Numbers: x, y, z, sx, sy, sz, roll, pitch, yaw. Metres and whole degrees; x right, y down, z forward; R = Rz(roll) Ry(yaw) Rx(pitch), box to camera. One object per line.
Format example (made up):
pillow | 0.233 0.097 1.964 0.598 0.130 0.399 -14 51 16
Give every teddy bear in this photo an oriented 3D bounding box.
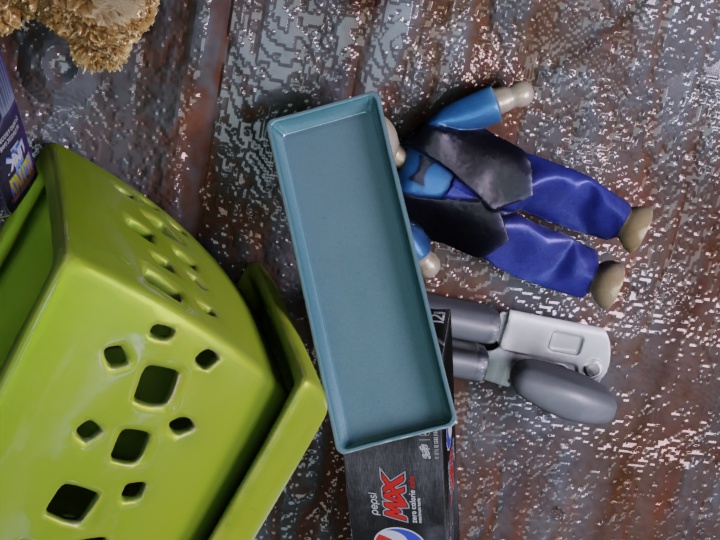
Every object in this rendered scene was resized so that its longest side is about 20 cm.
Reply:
teddy bear | -0.201 -0.188 0.803 0.198 0.067 0.147 6 100 -5

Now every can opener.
can opener | 0.071 0.048 0.929 0.198 0.067 0.053 13 109 -9

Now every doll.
doll | 0.077 -0.051 0.900 0.198 0.049 0.138 21 106 -10

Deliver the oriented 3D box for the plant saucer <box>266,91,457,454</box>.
plant saucer | 0.000 0.000 0.834 0.069 0.019 0.202 -15 73 6

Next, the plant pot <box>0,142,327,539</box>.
plant pot | -0.137 0.073 0.835 0.180 0.199 0.201 26 103 -23

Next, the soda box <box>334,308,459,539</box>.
soda box | 0.026 0.120 0.909 0.063 0.071 0.202 2 126 9

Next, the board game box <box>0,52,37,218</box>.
board game box | -0.291 -0.103 0.780 0.198 0.057 0.167 -5 120 9
